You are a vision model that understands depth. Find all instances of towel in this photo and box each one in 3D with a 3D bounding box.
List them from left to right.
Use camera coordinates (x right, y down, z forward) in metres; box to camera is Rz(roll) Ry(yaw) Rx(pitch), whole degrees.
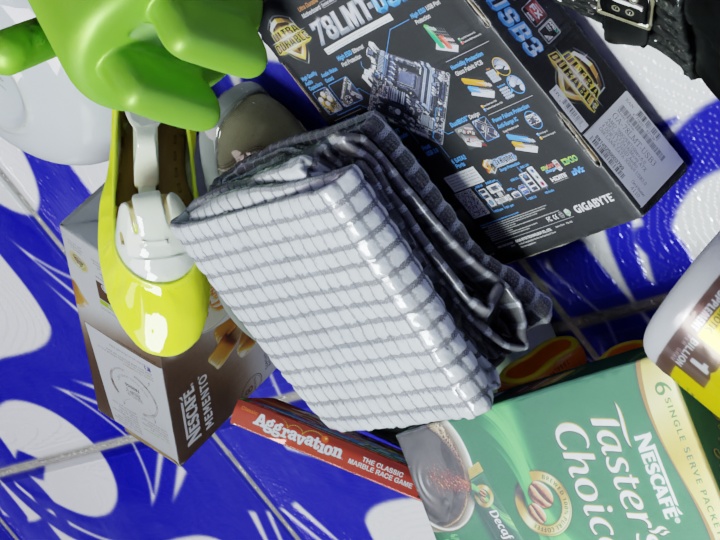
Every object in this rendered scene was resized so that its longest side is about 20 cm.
[{"bbox_3d":[0.000,0.000,1.429,0.166,0.086,0.200,54,152,-12],"label":"towel"}]

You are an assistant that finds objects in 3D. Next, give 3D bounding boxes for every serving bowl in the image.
[{"bbox_3d":[-0.224,-0.143,1.655,0.200,0.066,0.200,34,150,22],"label":"serving bowl"}]

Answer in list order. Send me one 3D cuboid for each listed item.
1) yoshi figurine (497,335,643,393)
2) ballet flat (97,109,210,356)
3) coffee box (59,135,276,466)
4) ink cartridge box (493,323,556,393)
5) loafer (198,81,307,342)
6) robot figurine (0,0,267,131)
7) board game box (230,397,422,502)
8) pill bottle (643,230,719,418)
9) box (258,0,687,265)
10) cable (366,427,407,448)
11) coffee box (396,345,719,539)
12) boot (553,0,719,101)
[{"bbox_3d":[0.138,0.144,1.438,0.112,0.112,0.200,-103,-6,-68],"label":"yoshi figurine"},{"bbox_3d":[-0.127,-0.050,1.541,0.067,0.200,0.067,-3,160,-4],"label":"ballet flat"},{"bbox_3d":[-0.121,0.018,1.674,0.080,0.114,0.200,31,148,25],"label":"coffee box"},{"bbox_3d":[0.073,0.093,1.583,0.161,0.050,0.200,15,137,44],"label":"ink cartridge box"},{"bbox_3d":[-0.049,-0.021,1.566,0.070,0.075,0.200,29,148,37],"label":"loafer"},{"bbox_3d":[-0.128,-0.169,1.402,0.175,0.116,0.200,-47,55,26],"label":"robot figurine"},{"bbox_3d":[0.024,0.123,1.572,0.200,0.019,0.103,22,180,10],"label":"board game box"},{"bbox_3d":[0.244,0.059,1.242,0.200,0.109,0.109,40,151,11],"label":"pill bottle"},{"bbox_3d":[0.050,-0.097,1.363,0.199,0.050,0.200,52,152,-9],"label":"box"},{"bbox_3d":[0.050,0.096,1.558,0.097,0.050,0.200,21,-179,-23],"label":"cable"},{"bbox_3d":[0.120,0.114,1.370,0.200,0.044,0.123,-19,93,42],"label":"coffee box"},{"bbox_3d":[0.147,-0.155,1.125,0.158,0.079,0.211,39,151,13],"label":"boot"}]
